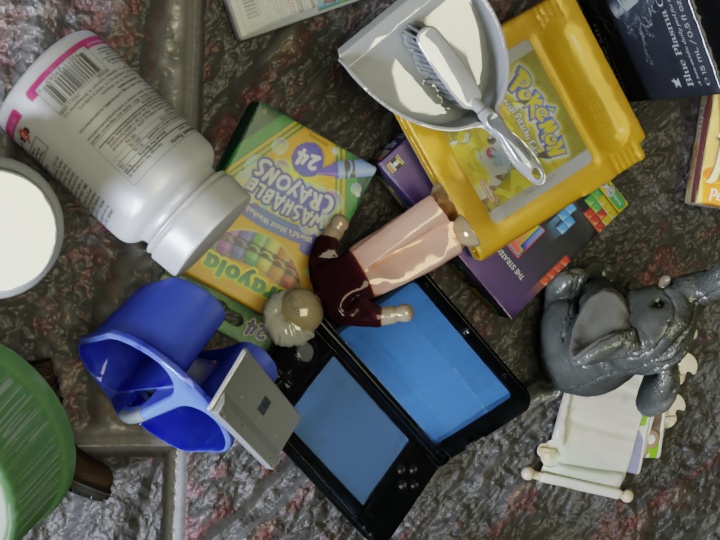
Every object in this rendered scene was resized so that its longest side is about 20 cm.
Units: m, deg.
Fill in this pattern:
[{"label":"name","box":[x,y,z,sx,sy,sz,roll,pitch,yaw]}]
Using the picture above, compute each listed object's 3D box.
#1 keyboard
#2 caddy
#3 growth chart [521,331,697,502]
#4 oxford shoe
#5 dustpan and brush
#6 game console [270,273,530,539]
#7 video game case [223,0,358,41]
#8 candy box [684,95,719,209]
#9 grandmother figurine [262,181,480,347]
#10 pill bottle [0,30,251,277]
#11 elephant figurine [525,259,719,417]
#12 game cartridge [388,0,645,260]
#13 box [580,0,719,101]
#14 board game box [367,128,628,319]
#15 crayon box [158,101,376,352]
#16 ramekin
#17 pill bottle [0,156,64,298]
[{"label":"keyboard","box":[-0.085,0.118,1.189,0.011,0.200,0.056,21,74,17]},{"label":"caddy","box":[-0.164,0.090,1.227,0.141,0.200,0.105,47,65,-16]},{"label":"growth chart","box":[0.256,0.134,1.439,0.144,0.018,0.201,20,89,-17]},{"label":"oxford shoe","box":[-0.282,0.123,1.254,0.200,0.073,0.084,44,80,-15]},{"label":"dustpan and brush","box":[0.093,-0.154,1.258,0.139,0.057,0.200,-40,101,-10]},{"label":"game console","box":[0.025,0.119,1.313,0.200,0.116,0.176,49,56,-14]},{"label":"video game case","box":[-0.060,-0.332,1.305,0.181,0.022,0.201,-21,99,-13]},{"label":"candy box","box":[0.431,-0.107,1.421,0.199,0.055,0.116,9,92,2]},{"label":"grandmother figurine","box":[0.000,0.000,1.264,0.200,0.121,0.061,-33,143,-2]},{"label":"pill bottle","box":[-0.196,-0.096,1.215,0.200,0.113,0.113,44,82,0]},{"label":"elephant figurine","box":[0.248,0.060,1.316,0.141,0.200,0.156,-7,99,-18]},{"label":"game cartridge","box":[0.147,-0.134,1.319,0.200,0.032,0.177,-32,100,-9]},{"label":"box","box":[0.293,-0.267,1.320,0.117,0.200,0.197,-25,101,-13]},{"label":"board game box","box":[0.130,-0.082,1.364,0.165,0.057,0.200,-44,104,-10]},{"label":"crayon box","box":[-0.087,-0.035,1.307,0.125,0.052,0.201,28,87,-16]},{"label":"ramekin","box":[-0.343,0.155,1.174,0.199,0.098,0.201,6,117,13]},{"label":"pill bottle","box":[-0.300,-0.037,1.167,0.113,0.200,0.114,-2,95,-16]}]
